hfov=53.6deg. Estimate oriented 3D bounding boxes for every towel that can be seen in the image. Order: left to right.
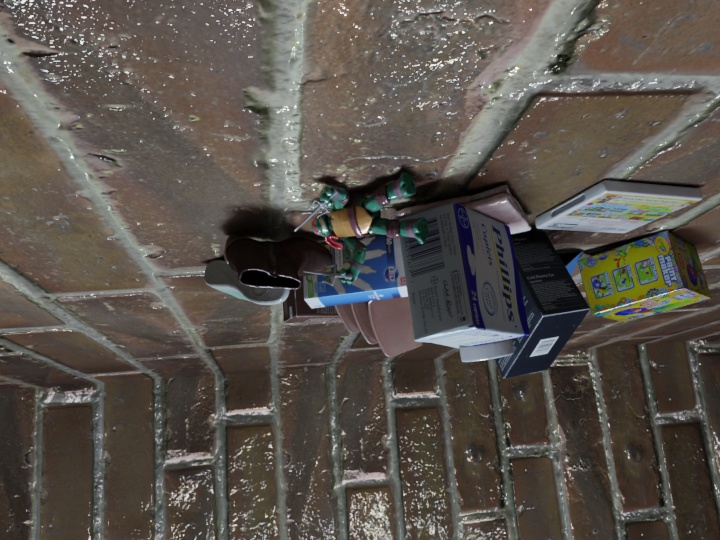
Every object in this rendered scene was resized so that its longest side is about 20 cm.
[{"bbox_3d":[0.167,-0.081,1.154,0.189,0.033,0.200,-11,165,21],"label":"towel"}]

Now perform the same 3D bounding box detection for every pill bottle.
[{"bbox_3d":[0.208,0.055,1.267,0.112,0.203,0.113,-9,176,-1],"label":"pill bottle"}]

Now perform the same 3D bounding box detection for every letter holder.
[{"bbox_3d":[0.027,0.079,1.379,0.141,0.101,0.201,-21,140,-2],"label":"letter holder"}]

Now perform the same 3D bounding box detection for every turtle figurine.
[{"bbox_3d":[-0.010,-0.069,1.016,0.198,0.101,0.151,-13,123,24],"label":"turtle figurine"}]

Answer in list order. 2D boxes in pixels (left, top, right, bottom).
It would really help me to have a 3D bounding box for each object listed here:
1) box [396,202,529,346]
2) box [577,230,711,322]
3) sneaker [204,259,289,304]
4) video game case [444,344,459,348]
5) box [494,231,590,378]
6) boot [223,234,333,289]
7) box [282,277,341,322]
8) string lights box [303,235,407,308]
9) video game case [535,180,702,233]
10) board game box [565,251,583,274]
[{"bbox_3d":[0.158,0.013,1.078,0.104,0.186,0.199,-16,164,32],"label":"box"},{"bbox_3d":[0.593,0.018,1.490,0.191,0.124,0.199,-23,158,36],"label":"box"},{"bbox_3d":[-0.179,0.025,1.306,0.199,0.075,0.118,12,174,37],"label":"sneaker"},{"bbox_3d":[0.155,0.057,1.364,0.023,0.184,0.199,-26,159,23],"label":"video game case"},{"bbox_3d":[0.304,0.064,1.325,0.103,0.183,0.201,-7,143,-20],"label":"box"},{"bbox_3d":[-0.117,-0.002,1.140,0.198,0.073,0.166,9,-161,-24],"label":"boot"},{"bbox_3d":[-0.060,0.054,1.475,0.198,0.102,0.075,4,164,-30],"label":"box"},{"bbox_3d":[0.000,0.000,1.265,0.197,0.104,0.059,-8,159,9],"label":"string lights box"},{"bbox_3d":[0.423,-0.102,1.182,0.197,0.023,0.182,2,165,-22],"label":"video game case"},{"bbox_3d":[0.404,0.023,1.539,0.158,0.039,0.200,-43,161,-10],"label":"board game box"}]
